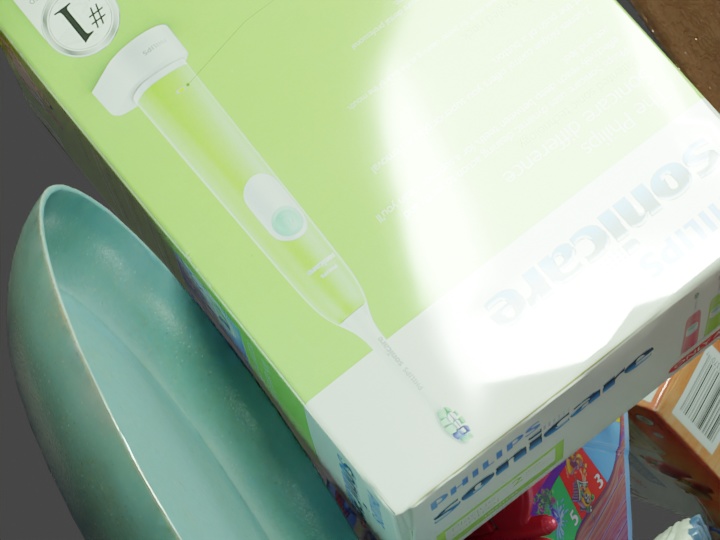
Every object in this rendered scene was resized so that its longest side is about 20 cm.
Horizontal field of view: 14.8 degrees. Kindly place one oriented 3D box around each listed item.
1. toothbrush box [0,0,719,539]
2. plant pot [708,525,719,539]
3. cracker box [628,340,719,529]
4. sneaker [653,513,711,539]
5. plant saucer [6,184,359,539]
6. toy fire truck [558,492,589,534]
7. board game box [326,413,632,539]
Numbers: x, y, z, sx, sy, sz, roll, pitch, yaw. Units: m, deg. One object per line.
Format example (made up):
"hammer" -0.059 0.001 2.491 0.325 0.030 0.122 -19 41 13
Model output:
"toothbrush box" 0.008 -0.036 0.824 0.200 0.146 0.086 49 -9 18
"plant pot" 0.274 0.141 1.174 0.200 0.180 0.200 67 -16 -13
"cracker box" 0.075 0.034 1.094 0.200 0.058 0.134 19 -16 40
"sneaker" 0.072 0.121 0.845 0.200 0.085 0.077 29 44 -73
"plant saucer" -0.034 0.069 0.714 0.200 0.027 0.200 56 6 -9
"toy fire truck" 0.000 0.000 0.990 0.176 0.129 0.200 -48 125 -78
"board game box" 0.055 0.048 0.898 0.158 0.039 0.200 15 69 -47
